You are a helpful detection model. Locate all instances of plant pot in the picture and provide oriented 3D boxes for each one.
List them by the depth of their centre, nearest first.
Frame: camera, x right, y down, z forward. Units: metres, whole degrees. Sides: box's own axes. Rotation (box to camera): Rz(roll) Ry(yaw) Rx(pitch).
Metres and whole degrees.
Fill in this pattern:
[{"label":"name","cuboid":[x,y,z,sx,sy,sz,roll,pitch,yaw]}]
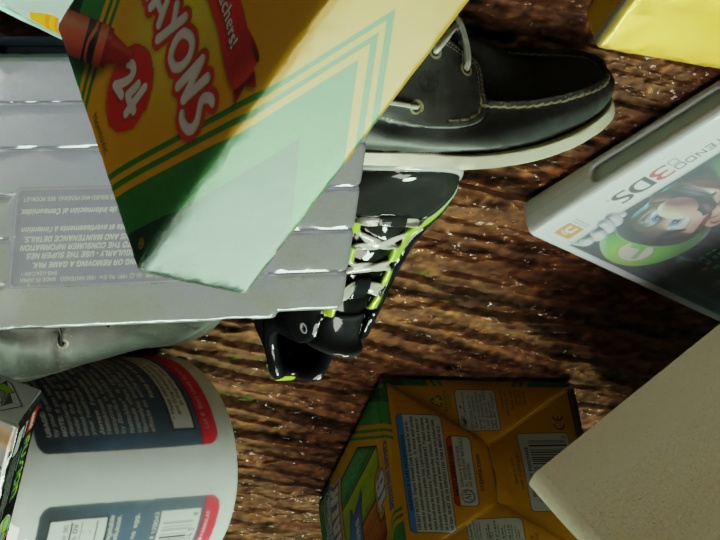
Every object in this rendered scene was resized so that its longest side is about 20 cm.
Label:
[{"label":"plant pot","cuboid":[0.244,0.134,1.448,0.199,0.177,0.200,-39,157,13]}]

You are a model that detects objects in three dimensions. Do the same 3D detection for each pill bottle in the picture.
[{"label":"pill bottle","cuboid":[-0.175,0.106,1.412,0.199,0.120,0.120,0,151,-40]}]

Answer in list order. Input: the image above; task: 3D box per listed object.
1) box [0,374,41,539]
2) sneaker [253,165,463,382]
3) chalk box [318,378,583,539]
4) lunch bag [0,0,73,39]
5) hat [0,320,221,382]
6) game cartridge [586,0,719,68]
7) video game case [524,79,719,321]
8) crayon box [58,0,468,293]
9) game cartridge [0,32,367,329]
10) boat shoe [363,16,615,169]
[{"label":"box","cuboid":[-0.227,0.127,1.296,0.109,0.035,0.201,21,120,5]},{"label":"sneaker","cuboid":[0.000,0.000,1.333,0.071,0.083,0.200,1,157,-23]},{"label":"chalk box","cuboid":[0.049,0.166,1.597,0.123,0.125,0.200,2,146,-16]},{"label":"lunch bag","cuboid":[-0.090,-0.168,1.026,0.170,0.123,0.200,22,132,-41]},{"label":"hat","cuboid":[-0.149,-0.023,1.288,0.199,0.081,0.201,-9,153,-5]},{"label":"game cartridge","cuboid":[0.220,-0.158,1.198,0.175,0.033,0.200,7,141,-24]},{"label":"video game case","cuboid":[0.216,-0.037,1.403,0.199,0.023,0.181,22,138,-40]},{"label":"crayon box","cuboid":[-0.025,-0.107,0.921,0.051,0.127,0.200,13,129,-35]},{"label":"game cartridge","cuboid":[-0.096,-0.038,1.163,0.199,0.038,0.130,-2,121,-22]},{"label":"boat shoe","cuboid":[0.030,-0.088,1.236,0.199,0.072,0.068,-2,123,-21]}]
